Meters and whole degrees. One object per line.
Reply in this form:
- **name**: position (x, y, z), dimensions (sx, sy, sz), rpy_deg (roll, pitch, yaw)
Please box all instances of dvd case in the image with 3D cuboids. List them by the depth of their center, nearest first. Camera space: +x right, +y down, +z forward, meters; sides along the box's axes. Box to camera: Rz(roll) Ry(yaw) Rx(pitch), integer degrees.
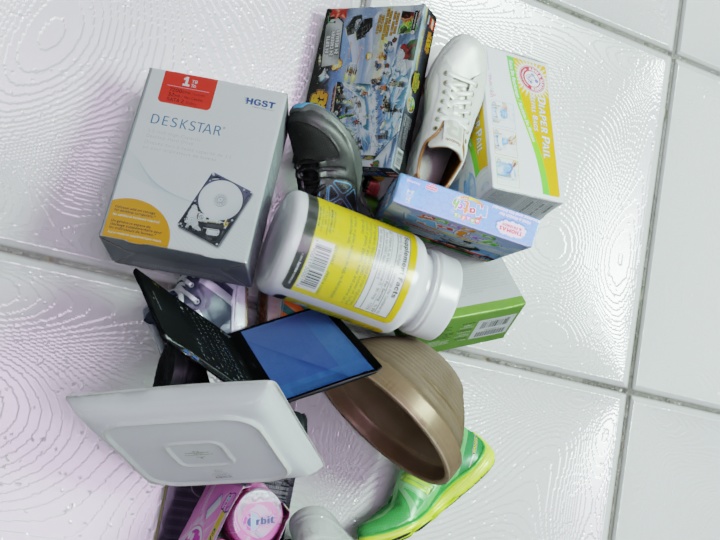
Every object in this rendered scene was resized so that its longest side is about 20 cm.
- **dvd case**: position (-0.153, 0.277, 1.071), dimensions (0.148, 0.016, 0.201), rpy_deg (14, 80, -24)

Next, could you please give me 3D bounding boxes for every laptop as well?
- **laptop**: position (-0.106, 0.049, 0.943), dimensions (0.200, 0.177, 0.103), rpy_deg (40, 91, -28)

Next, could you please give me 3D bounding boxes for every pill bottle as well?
- **pill bottle**: position (0.000, 0.000, 1.013), dimensions (0.199, 0.114, 0.115), rpy_deg (20, 78, -18)

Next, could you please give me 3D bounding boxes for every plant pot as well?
- **plant pot**: position (0.049, 0.139, 1.074), dimensions (0.093, 0.201, 0.201), rpy_deg (-45, 104, -23)

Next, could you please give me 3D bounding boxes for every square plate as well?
- **square plate**: position (-0.152, 0.165, 0.915), dimensions (0.199, 0.198, 0.029), rpy_deg (-5, 55, 10)

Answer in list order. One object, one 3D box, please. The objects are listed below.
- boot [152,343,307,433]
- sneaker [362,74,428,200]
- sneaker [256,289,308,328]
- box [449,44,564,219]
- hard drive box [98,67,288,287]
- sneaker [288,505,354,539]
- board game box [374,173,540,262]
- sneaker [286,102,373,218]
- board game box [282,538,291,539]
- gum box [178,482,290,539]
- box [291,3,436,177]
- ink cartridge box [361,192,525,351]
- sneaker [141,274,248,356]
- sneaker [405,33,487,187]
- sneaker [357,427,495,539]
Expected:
- **boot**: position (-0.133, 0.147, 0.984), dimensions (0.167, 0.200, 0.077), rpy_deg (8, 50, -16)
- **sneaker**: position (0.081, -0.167, 1.164), dimensions (0.082, 0.078, 0.201), rpy_deg (29, 95, -10)
- **sneaker**: position (-0.077, 0.065, 1.092), dimensions (0.080, 0.071, 0.201), rpy_deg (8, 81, -19)
- **box**: position (0.169, -0.158, 1.173), dimensions (0.101, 0.112, 0.201), rpy_deg (10, 64, -24)
- **hard drive box**: position (-0.171, -0.099, 1.013), dimensions (0.155, 0.077, 0.201), rpy_deg (10, 69, 1)
- **sneaker**: position (-0.005, 0.361, 1.059), dimensions (0.074, 0.116, 0.200), rpy_deg (-38, 120, 10)
- **board game box**: position (0.097, -0.054, 1.050), dimensions (0.151, 0.200, 0.037), rpy_deg (18, 84, -3)
- **sneaker**: position (-0.038, -0.089, 1.062), dimensions (0.082, 0.073, 0.201), rpy_deg (-48, 128, -40)
- **board game box**: position (-0.074, 0.372, 0.982), dimensions (0.034, 0.200, 0.136), rpy_deg (-8, 90, -7)
- **gum box**: position (-0.154, 0.313, 0.996), dimensions (0.066, 0.113, 0.201), rpy_deg (31, 74, -19)
- **box**: position (0.005, -0.211, 1.119), dimensions (0.040, 0.136, 0.201), rpy_deg (28, 72, -59)
- **ink cartridge box**: position (0.091, -0.007, 1.181), dimensions (0.147, 0.076, 0.201), rpy_deg (-9, 56, -25)
- **sneaker**: position (-0.183, 0.005, 1.049), dimensions (0.108, 0.070, 0.201), rpy_deg (-1, 89, -26)
- **sneaker**: position (0.107, -0.171, 1.086), dimensions (0.073, 0.085, 0.201), rpy_deg (15, 96, -17)
- **sneaker**: position (0.070, 0.262, 1.155), dimensions (0.200, 0.074, 0.084), rpy_deg (-35, 74, -19)
